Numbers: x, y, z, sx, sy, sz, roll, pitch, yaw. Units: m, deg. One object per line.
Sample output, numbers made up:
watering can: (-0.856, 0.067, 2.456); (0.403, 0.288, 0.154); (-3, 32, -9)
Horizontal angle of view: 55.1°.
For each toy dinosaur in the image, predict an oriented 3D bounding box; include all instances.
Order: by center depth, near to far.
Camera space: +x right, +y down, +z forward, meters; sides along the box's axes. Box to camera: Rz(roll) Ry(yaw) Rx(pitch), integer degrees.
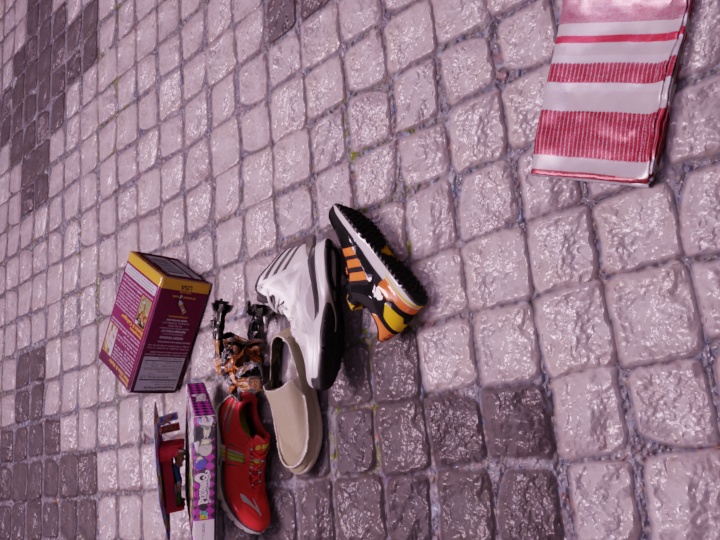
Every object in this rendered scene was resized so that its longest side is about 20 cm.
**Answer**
toy dinosaur: (-0.190, 0.117, 1.028); (0.196, 0.101, 0.140); (11, 95, 42)

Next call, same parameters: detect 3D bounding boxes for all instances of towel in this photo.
towel: (0.255, -0.195, 0.717); (0.142, 0.022, 0.207); (13, 93, 44)

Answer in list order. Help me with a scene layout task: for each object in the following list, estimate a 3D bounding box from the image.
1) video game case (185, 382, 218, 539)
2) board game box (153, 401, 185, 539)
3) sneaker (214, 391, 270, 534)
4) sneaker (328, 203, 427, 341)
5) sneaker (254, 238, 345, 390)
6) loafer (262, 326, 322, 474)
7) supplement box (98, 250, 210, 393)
video game case: (-0.235, 0.278, 1.011); (0.199, 0.035, 0.188); (-166, 77, -72)
board game box: (-0.275, 0.297, 1.018); (0.160, 0.038, 0.204); (-110, 19, -45)
sneaker: (-0.163, 0.272, 0.996); (0.084, 0.076, 0.205); (-31, 63, 28)
sneaker: (0.000, 0.000, 0.888); (0.091, 0.069, 0.201); (-51, 55, 20)
sneaker: (-0.084, 0.063, 0.933); (0.112, 0.076, 0.207); (-8, 67, 19)
loafer: (-0.099, 0.176, 0.953); (0.074, 0.067, 0.207); (-14, 74, 40)
supplement box: (-0.354, 0.089, 1.181); (0.129, 0.102, 0.205); (28, 101, 41)
